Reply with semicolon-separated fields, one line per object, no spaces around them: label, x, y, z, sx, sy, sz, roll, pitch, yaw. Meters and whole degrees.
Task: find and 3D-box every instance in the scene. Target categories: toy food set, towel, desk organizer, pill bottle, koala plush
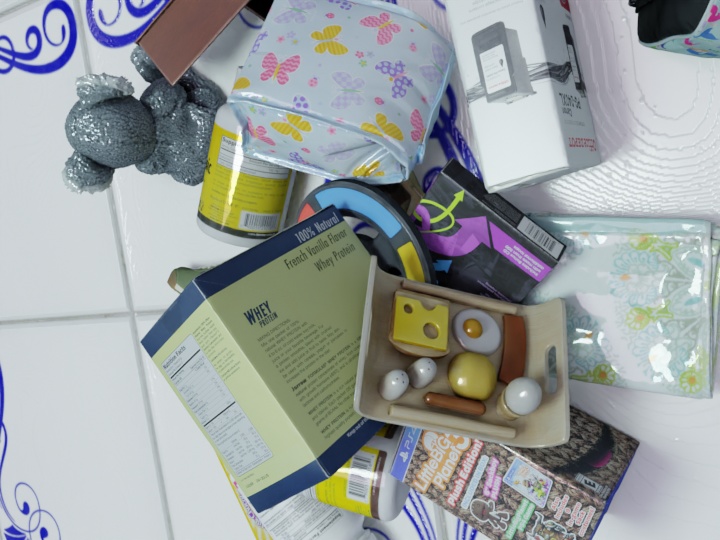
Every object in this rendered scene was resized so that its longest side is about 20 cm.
toy food set;0.094;0.071;0.669;0.061;0.198;0.145;123;157;-59
towel;0.252;0.031;0.734;0.198;0.048;0.173;6;101;31
desk organizer;-0.170;-0.313;0.892;0.200;0.072;0.077;-43;79;15
pill bottle;-0.041;0.206;0.842;0.198;0.109;0.111;11;105;18
koala plush;-0.286;-0.183;0.940;0.183;0.199;0.179;34;114;22
pill bottle;-0.066;0.306;0.941;0.113;0.113;0.201;-43;80;30
pill bottle;-0.130;-0.139;0.904;0.111;0.111;0.202;25;111;25

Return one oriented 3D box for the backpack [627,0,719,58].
backpack;0.300;-0.251;0.564;0.149;0.200;0.180;11;104;9

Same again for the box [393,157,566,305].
box;0.099;-0.001;0.774;0.142;0.036;0.201;37;137;4

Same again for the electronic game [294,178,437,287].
electronic game;0.000;0.000;0.793;0.199;0.041;0.202;23;126;35

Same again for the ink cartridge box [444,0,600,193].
ink cartridge box;0.156;-0.183;0.696;0.083;0.145;0.202;-12;92;30

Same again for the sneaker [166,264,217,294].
sneaker;-0.174;0.021;0.996;0.199;0.067;0.091;29;92;35

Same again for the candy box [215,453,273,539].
candy box;-0.140;0.298;1.041;0.102;0.026;0.202;-33;81;34

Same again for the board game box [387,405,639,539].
board game box;0.158;0.191;0.755;0.199;0.159;0.098;27;111;25

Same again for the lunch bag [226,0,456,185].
lunch bag;-0.014;-0.186;0.774;0.198;0.127;0.171;15;68;10

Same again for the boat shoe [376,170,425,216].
boat shoe;0.054;-0.055;0.831;0.071;0.064;0.201;-43;77;30

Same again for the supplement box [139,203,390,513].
supplement box;-0.062;0.079;0.716;0.201;0.199;0.134;54;134;3
